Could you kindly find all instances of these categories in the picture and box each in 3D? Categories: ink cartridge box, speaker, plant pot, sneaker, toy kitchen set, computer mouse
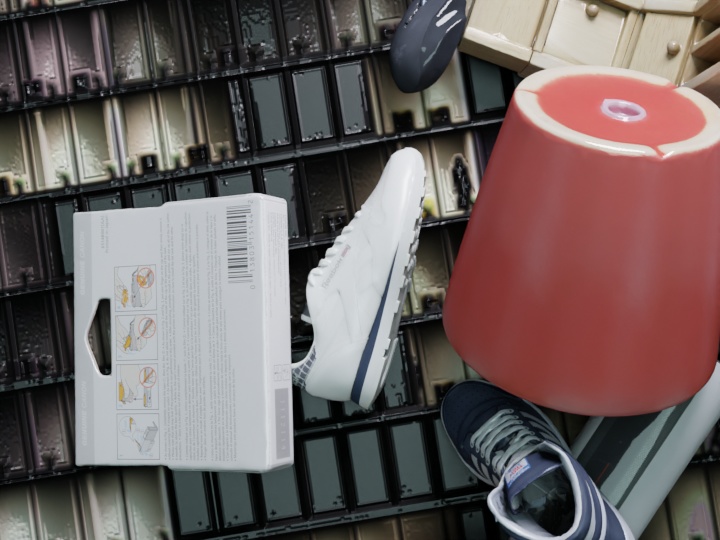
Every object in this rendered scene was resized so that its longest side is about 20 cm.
[{"bbox_3d":[-0.138,0.050,0.905,0.173,0.045,0.204,-3,86,25],"label":"ink cartridge box"},{"bbox_3d":[0.197,0.146,0.884,0.081,0.081,0.201,35,88,1],"label":"speaker"},{"bbox_3d":[0.162,-0.031,0.805,0.196,0.201,0.180,5,120,0],"label":"plant pot"},{"bbox_3d":[0.108,0.132,0.827,0.070,0.108,0.200,-46,49,4],"label":"sneaker"},{"bbox_3d":[0.198,-0.222,0.852,0.197,0.180,0.166,19,86,-3],"label":"toy kitchen set"},{"bbox_3d":[0.066,-0.234,0.912,0.034,0.058,0.203,21,85,-32],"label":"computer mouse"},{"bbox_3d":[0.000,0.000,0.897,0.079,0.076,0.203,15,86,10],"label":"sneaker"}]
